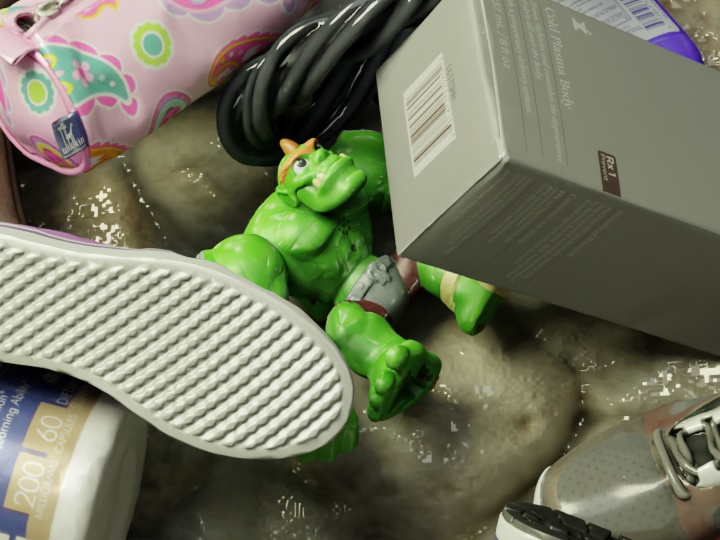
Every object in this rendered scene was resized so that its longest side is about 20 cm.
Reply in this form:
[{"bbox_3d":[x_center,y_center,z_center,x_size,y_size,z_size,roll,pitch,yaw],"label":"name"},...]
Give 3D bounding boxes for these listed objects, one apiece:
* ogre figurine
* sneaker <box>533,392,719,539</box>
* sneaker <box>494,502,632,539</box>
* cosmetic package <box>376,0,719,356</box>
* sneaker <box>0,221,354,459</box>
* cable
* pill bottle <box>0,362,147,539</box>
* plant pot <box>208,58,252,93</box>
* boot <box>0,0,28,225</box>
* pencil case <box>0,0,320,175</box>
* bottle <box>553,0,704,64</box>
[{"bbox_3d":[0.000,0.000,0.955,0.120,0.098,0.200,32,69,19],"label":"ogre figurine"},{"bbox_3d":[0.171,0.072,0.896,0.199,0.082,0.077,-16,57,-3],"label":"sneaker"},{"bbox_3d":[0.139,0.173,0.859,0.199,0.076,0.088,21,96,6],"label":"sneaker"},{"bbox_3d":[0.111,-0.043,0.913,0.199,0.090,0.107,13,52,-30],"label":"cosmetic package"},{"bbox_3d":[-0.091,0.020,0.885,0.199,0.114,0.073,21,94,6],"label":"sneaker"},{"bbox_3d":[0.013,-0.118,0.962,0.163,0.200,0.051,-25,81,-42],"label":"cable"},{"bbox_3d":[-0.203,0.082,0.906,0.199,0.111,0.112,14,60,5],"label":"pill bottle"},{"bbox_3d":[-0.118,-0.195,1.062,0.186,0.187,0.201,-11,74,0],"label":"plant pot"},{"bbox_3d":[-0.177,-0.042,0.982,0.200,0.072,0.167,-48,61,23],"label":"boot"},{"bbox_3d":[-0.086,-0.126,0.939,0.087,0.088,0.200,38,61,26],"label":"pencil case"},{"bbox_3d":[0.094,-0.142,1.050,0.083,0.065,0.200,-29,59,-11],"label":"bottle"}]
